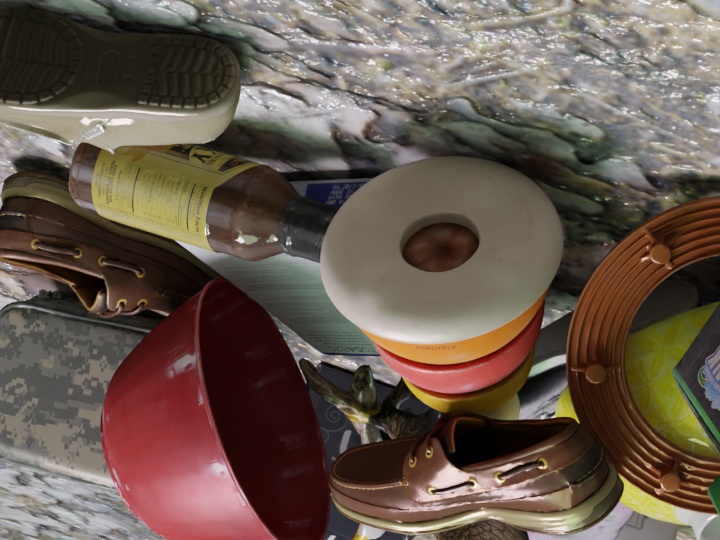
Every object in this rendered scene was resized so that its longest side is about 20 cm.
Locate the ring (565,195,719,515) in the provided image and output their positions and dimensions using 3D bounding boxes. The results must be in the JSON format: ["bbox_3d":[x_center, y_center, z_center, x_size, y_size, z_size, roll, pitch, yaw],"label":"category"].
[{"bbox_3d":[0.222,0.054,1.329,0.200,0.201,0.019,18,-163,-2],"label":"ring"}]

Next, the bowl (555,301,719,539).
[{"bbox_3d":[0.234,0.110,1.422,0.200,0.108,0.200,-12,152,-7],"label":"bowl"}]

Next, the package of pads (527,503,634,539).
[{"bbox_3d":[0.168,0.136,1.624,0.076,0.121,0.200,16,158,2],"label":"package of pads"}]

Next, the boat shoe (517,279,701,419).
[{"bbox_3d":[0.141,0.066,1.472,0.200,0.074,0.060,-25,108,23],"label":"boat shoe"}]

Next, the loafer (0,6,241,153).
[{"bbox_3d":[-0.165,-0.107,1.354,0.200,0.076,0.068,10,151,15],"label":"loafer"}]

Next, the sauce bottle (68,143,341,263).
[{"bbox_3d":[-0.089,-0.043,1.433,0.200,0.065,0.065,17,159,22],"label":"sauce bottle"}]

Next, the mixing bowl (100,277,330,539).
[{"bbox_3d":[-0.111,0.117,1.569,0.108,0.200,0.200,-20,144,18],"label":"mixing bowl"}]

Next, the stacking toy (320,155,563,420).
[{"bbox_3d":[0.060,0.041,1.391,0.146,0.146,0.200,9,140,19],"label":"stacking toy"}]

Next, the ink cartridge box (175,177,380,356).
[{"bbox_3d":[0.000,0.000,1.530,0.199,0.041,0.200,0,152,35],"label":"ink cartridge box"}]

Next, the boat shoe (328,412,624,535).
[{"bbox_3d":[0.064,0.117,1.378,0.200,0.072,0.068,-4,123,35],"label":"boat shoe"}]

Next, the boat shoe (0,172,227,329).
[{"bbox_3d":[-0.177,0.003,1.609,0.200,0.068,0.072,29,155,-27],"label":"boat shoe"}]

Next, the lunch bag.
[{"bbox_3d":[-0.182,0.091,1.749,0.200,0.139,0.168,11,-175,14],"label":"lunch bag"}]

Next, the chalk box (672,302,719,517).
[{"bbox_3d":[0.266,0.064,1.244,0.124,0.200,0.125,25,-161,-20],"label":"chalk box"}]

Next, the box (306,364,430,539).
[{"bbox_3d":[-0.011,0.170,1.852,0.122,0.106,0.200,18,157,-4],"label":"box"}]

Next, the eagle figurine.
[{"bbox_3d":[0.050,0.151,1.603,0.152,0.151,0.200,6,-164,-32],"label":"eagle figurine"}]

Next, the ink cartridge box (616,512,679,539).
[{"bbox_3d":[0.190,0.204,1.835,0.200,0.067,0.117,20,157,-3],"label":"ink cartridge box"}]
